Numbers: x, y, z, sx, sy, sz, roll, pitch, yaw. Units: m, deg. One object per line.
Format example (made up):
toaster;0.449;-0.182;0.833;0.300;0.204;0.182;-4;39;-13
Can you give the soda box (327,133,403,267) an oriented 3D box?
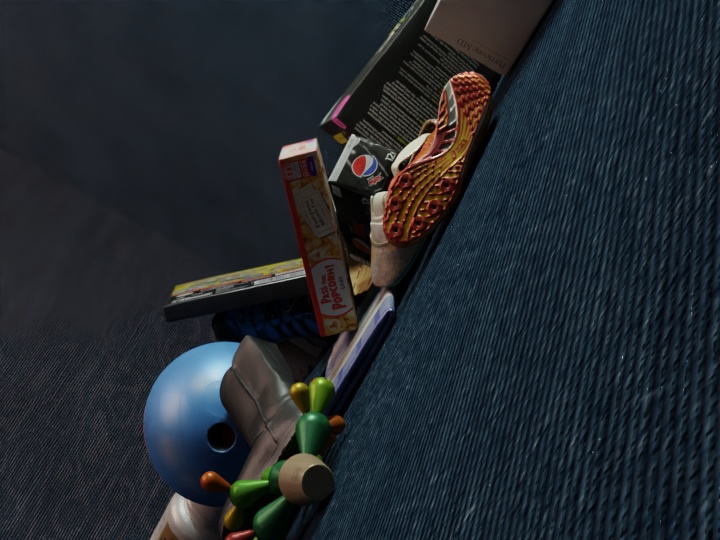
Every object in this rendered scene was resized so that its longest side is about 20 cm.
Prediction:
soda box;0.015;-0.074;1.368;0.200;0.063;0.071;77;-143;-64

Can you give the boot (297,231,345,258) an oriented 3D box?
boot;0.009;-0.084;1.549;0.200;0.068;0.131;-44;-4;25

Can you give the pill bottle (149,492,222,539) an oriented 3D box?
pill bottle;-0.226;0.365;1.646;0.201;0.113;0.115;-60;4;33

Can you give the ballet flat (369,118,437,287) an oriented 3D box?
ballet flat;0.048;-0.079;1.260;0.068;0.067;0.202;1;58;49

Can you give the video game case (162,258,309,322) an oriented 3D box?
video game case;-0.155;0.023;1.534;0.181;0.197;0.026;-127;25;-81

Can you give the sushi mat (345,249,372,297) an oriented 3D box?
sushi mat;0.000;0.000;1.521;0.095;0.012;0.200;-18;18;14

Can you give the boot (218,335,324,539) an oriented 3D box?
boot;-0.120;0.180;1.263;0.165;0.065;0.200;-51;35;4

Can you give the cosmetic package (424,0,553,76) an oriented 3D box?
cosmetic package;0.164;-0.327;1.260;0.201;0.112;0.081;-61;3;38

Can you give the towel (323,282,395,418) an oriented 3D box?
towel;0.003;0.073;1.294;0.148;0.024;0.200;-59;6;14

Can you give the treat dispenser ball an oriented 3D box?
treat dispenser ball;-0.170;0.190;1.446;0.203;0.199;0.201;-61;4;7

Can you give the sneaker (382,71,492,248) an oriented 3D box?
sneaker;0.088;-0.106;1.208;0.201;0.072;0.077;-59;-19;-12

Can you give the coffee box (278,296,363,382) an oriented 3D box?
coffee box;-0.078;0.086;1.652;0.201;0.080;0.113;-52;5;11

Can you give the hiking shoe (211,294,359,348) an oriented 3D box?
hiking shoe;-0.095;0.054;1.516;0.087;0.198;0.075;121;139;-49

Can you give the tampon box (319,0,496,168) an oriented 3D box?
tampon box;0.063;-0.221;1.433;0.201;0.126;0.150;-52;8;-5

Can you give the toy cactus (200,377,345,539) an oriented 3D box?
toy cactus;-0.068;0.183;1.075;0.201;0.102;0.165;-55;11;-18

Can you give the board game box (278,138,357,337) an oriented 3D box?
board game box;-0.047;-0.042;1.332;0.152;0.046;0.203;-99;-4;-79
